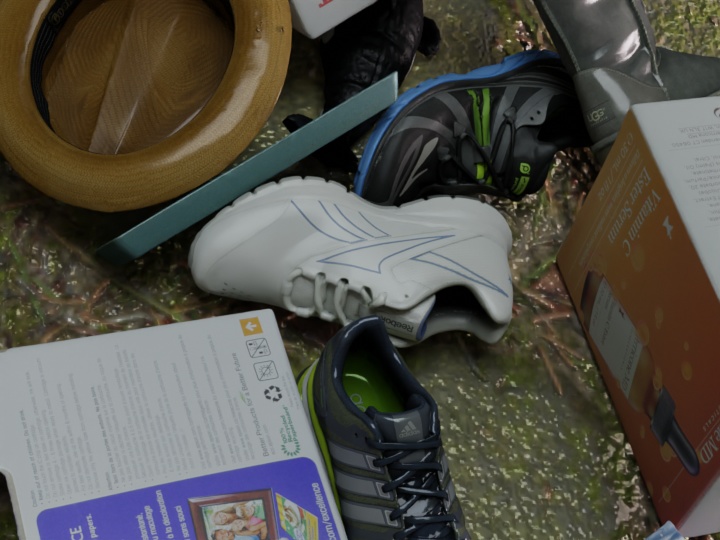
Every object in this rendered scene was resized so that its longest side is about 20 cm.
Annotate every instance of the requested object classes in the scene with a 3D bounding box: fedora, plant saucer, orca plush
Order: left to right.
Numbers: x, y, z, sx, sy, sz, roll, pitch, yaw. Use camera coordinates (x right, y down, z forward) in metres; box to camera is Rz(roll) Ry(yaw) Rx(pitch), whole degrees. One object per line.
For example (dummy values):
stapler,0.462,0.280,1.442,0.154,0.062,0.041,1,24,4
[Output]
fedora,-0.130,-0.116,0.969,0.198,0.082,0.203,-2,66,4
plant saucer,-0.064,-0.058,0.951,0.199,0.070,0.019,-32,95,-19
orca plush,-0.002,-0.165,1.055,0.104,0.071,0.201,26,53,6

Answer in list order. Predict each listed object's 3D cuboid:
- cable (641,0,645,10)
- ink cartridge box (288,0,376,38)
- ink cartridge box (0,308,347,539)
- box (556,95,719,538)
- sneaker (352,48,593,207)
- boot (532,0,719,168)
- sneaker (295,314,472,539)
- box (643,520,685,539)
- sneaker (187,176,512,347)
cable,0.117,-0.239,1.148,0.097,0.051,0.200,-29,65,-37
ink cartridge box,-0.036,-0.277,1.007,0.144,0.201,0.145,-31,31,-12
ink cartridge box,-0.115,0.121,0.840,0.198,0.044,0.200,-7,57,-21
box,0.210,0.024,0.920,0.105,0.153,0.202,-6,56,-18
sneaker,0.076,-0.080,1.013,0.198,0.071,0.083,-25,58,-31
boot,0.165,-0.179,1.041,0.181,0.072,0.202,-24,86,-51
sneaker,0.019,0.113,0.854,0.073,0.081,0.201,-16,59,-21
box,0.132,0.236,0.821,0.199,0.040,0.137,-28,65,-29
sneaker,0.000,0.000,0.929,0.197,0.075,0.088,0,45,-12
